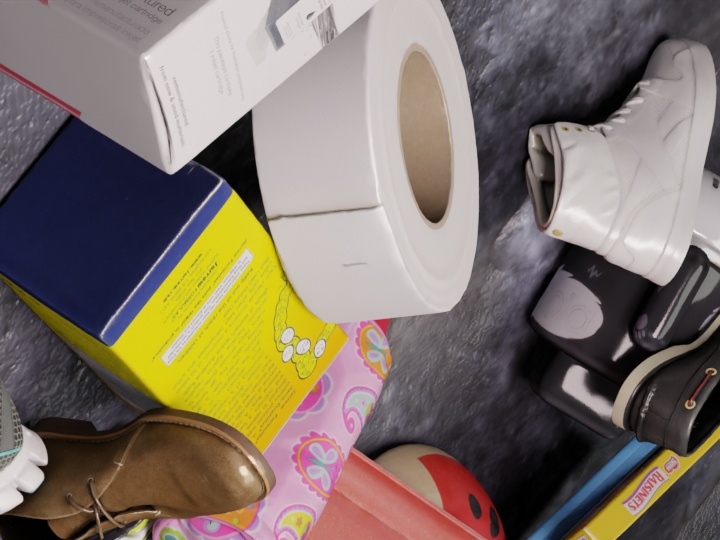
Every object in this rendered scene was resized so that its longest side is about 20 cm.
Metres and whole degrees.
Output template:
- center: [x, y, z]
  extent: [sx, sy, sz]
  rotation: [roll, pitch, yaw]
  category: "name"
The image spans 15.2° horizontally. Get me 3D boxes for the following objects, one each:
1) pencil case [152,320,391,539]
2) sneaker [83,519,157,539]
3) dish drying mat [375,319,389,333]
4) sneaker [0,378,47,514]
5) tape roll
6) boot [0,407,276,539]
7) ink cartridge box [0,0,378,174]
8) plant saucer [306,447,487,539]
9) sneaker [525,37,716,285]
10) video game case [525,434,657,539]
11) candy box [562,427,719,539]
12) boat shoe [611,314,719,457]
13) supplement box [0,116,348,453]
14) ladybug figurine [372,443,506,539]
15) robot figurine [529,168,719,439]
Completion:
- center: [-0.050, 0.103, 1.632]
  extent: [0.088, 0.087, 0.200]
  rotation: [82, 26, -45]
  category: "pencil case"
- center: [-0.174, 0.194, 1.604]
  extent: [0.200, 0.074, 0.081]
  rotation: [-47, 149, -15]
  category: "sneaker"
- center: [0.000, 0.000, 1.730]
  extent: [0.077, 0.018, 0.201]
  rotation: [-19, 130, -44]
  category: "dish drying mat"
- center: [-0.258, 0.115, 1.436]
  extent: [0.200, 0.077, 0.092]
  rotation: [-41, 131, -36]
  category: "sneaker"
- center: [0.006, -0.072, 1.532]
  extent: [0.202, 0.070, 0.203]
  rotation: [-6, 90, -72]
  category: "tape roll"
- center: [-0.129, 0.124, 1.484]
  extent: [0.076, 0.199, 0.074]
  rotation: [-50, 119, -38]
  category: "boot"
- center: [-0.079, -0.162, 1.366]
  extent: [0.200, 0.145, 0.085]
  rotation: [-41, 143, -26]
  category: "ink cartridge box"
- center: [-0.008, 0.219, 1.728]
  extent: [0.200, 0.037, 0.200]
  rotation: [35, 49, -25]
  category: "plant saucer"
- center: [0.173, -0.094, 1.834]
  extent: [0.074, 0.115, 0.201]
  rotation: [123, -17, -51]
  category: "sneaker"
- center: [0.158, 0.175, 1.989]
  extent: [0.143, 0.018, 0.200]
  rotation: [-42, 174, -10]
  category: "video game case"
- center: [0.195, 0.160, 1.917]
  extent: [0.200, 0.026, 0.102]
  rotation: [-38, 174, -41]
  category: "candy box"
- center: [0.256, 0.069, 1.866]
  extent: [0.201, 0.063, 0.074]
  rotation: [-31, 140, -43]
  category: "boat shoe"
- center: [-0.107, 0.013, 1.507]
  extent: [0.110, 0.109, 0.200]
  rotation: [-52, 148, -10]
  category: "supplement box"
- center: [0.047, 0.194, 1.888]
  extent: [0.200, 0.072, 0.136]
  rotation: [25, 83, -61]
  category: "ladybug figurine"
- center: [0.202, 0.019, 1.919]
  extent: [0.125, 0.150, 0.200]
  rotation: [30, 92, -45]
  category: "robot figurine"
